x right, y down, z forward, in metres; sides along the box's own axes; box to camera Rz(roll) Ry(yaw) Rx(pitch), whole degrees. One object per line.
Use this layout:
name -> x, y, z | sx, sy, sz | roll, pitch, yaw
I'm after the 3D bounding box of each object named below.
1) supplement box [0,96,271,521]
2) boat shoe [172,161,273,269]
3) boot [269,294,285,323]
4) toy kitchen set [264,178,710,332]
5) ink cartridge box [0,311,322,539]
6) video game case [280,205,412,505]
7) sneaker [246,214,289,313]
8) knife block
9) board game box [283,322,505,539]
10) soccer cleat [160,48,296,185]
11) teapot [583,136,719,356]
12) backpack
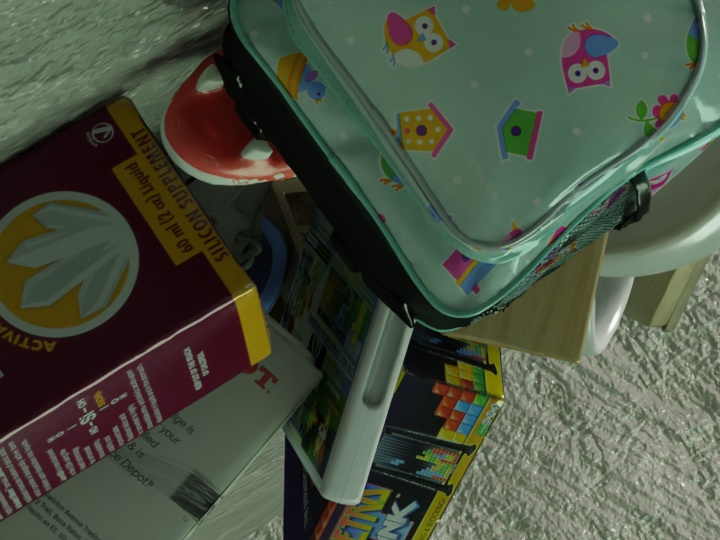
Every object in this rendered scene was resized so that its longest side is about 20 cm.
supplement box -> -0.152, 0.031, 1.159 | 0.200, 0.110, 0.086 | -32, 159, -9
boat shoe -> -0.077, -0.022, 1.340 | 0.200, 0.067, 0.074 | -37, 172, 26
boot -> -0.035, 0.047, 1.609 | 0.200, 0.073, 0.156 | -3, 149, -15
toy kitchen set -> 0.071, -0.037, 1.464 | 0.180, 0.163, 0.200 | -4, 140, -23
ink cartridge box -> -0.136, 0.079, 1.249 | 0.200, 0.146, 0.084 | -48, 180, -16
video game case -> 0.000, 0.000, 1.302 | 0.200, 0.022, 0.183 | -132, -121, -74
sneaker -> -0.122, 0.029, 1.457 | 0.200, 0.074, 0.082 | -32, 170, -15
knife block -> 0.089, -0.085, 1.180 | 0.176, 0.064, 0.200 | 102, -1, -48
board game box -> 0.012, 0.049, 1.364 | 0.200, 0.057, 0.165 | -92, -157, -51
soccer cleat -> -0.020, -0.080, 1.209 | 0.200, 0.069, 0.085 | -35, 176, -41
teapot -> 0.137, -0.087, 1.340 | 0.200, 0.198, 0.146 | -33, 172, 18
backpack -> 0.064, -0.095, 1.067 | 0.200, 0.176, 0.153 | -35, 177, -14
